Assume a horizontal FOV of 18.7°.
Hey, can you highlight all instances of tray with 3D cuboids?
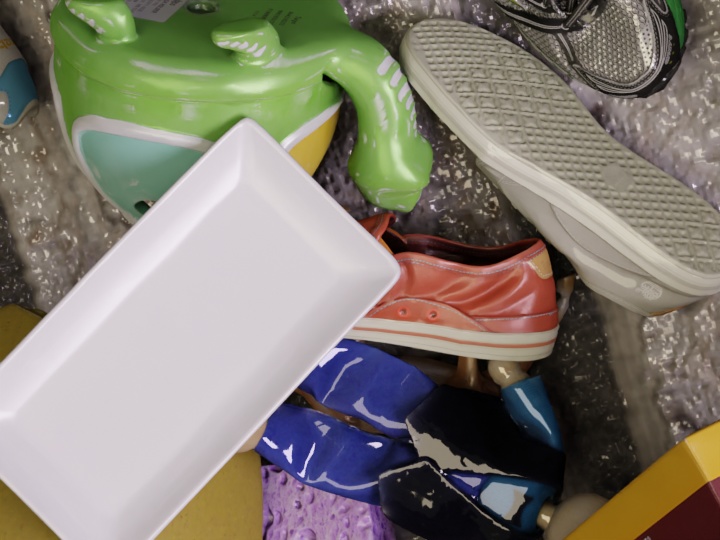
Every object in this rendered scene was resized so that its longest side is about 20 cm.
[{"bbox_3d":[-0.085,0.036,1.013,0.107,0.022,0.200,44,83,3],"label":"tray"}]

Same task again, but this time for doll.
[{"bbox_3d":[0.037,0.100,1.077,0.198,0.048,0.138,22,95,6],"label":"doll"}]

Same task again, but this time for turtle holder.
[{"bbox_3d":[-0.062,-0.089,1.090,0.184,0.141,0.133,-2,121,-11],"label":"turtle holder"}]

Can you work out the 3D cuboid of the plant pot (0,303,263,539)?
[{"bbox_3d":[-0.161,0.138,1.118,0.195,0.194,0.201,25,80,34],"label":"plant pot"}]

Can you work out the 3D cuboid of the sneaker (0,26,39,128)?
[{"bbox_3d":[-0.261,-0.065,1.203,0.200,0.076,0.081,-37,90,29],"label":"sneaker"}]

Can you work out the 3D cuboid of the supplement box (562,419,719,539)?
[{"bbox_3d":[0.201,0.166,0.942,0.201,0.132,0.197,60,154,14],"label":"supplement box"}]

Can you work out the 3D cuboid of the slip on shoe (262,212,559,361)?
[{"bbox_3d":[0.000,0.000,1.063,0.198,0.074,0.062,7,103,7],"label":"slip on shoe"}]

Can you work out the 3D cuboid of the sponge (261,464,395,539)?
[{"bbox_3d":[-0.069,0.165,1.177,0.199,0.030,0.113,-14,75,31],"label":"sponge"}]

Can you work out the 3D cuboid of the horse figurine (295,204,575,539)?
[{"bbox_3d":[0.023,0.047,1.125,0.198,0.050,0.134,16,105,14],"label":"horse figurine"}]

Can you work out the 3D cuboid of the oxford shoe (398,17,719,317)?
[{"bbox_3d":[0.093,-0.047,1.062,0.200,0.075,0.058,40,139,9],"label":"oxford shoe"}]

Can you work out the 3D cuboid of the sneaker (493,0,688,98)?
[{"bbox_3d":[0.071,-0.155,1.029,0.200,0.085,0.078,45,116,6],"label":"sneaker"}]
